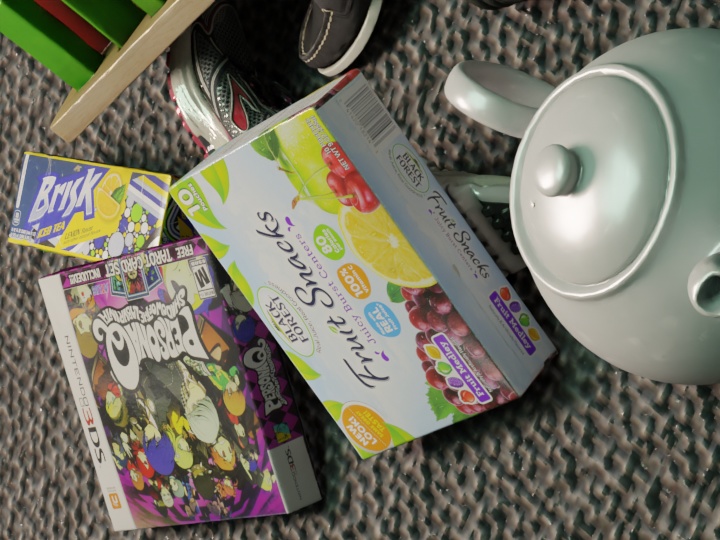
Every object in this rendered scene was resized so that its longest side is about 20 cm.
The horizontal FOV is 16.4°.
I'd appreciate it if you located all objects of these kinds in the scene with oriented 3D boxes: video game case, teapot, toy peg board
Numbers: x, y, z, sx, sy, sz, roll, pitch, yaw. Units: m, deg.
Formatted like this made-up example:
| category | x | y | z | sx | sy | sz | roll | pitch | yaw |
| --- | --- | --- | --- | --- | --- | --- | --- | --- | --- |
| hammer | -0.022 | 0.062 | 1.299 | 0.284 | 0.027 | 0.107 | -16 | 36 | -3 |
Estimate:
| category | x | y | z | sx | sy | sz | roll | pitch | yaw |
| --- | --- | --- | --- | --- | --- | --- | --- | --- | --- |
| video game case | -0.120 | 0.074 | 1.618 | 0.199 | 0.036 | 0.182 | -11 | 97 | 50 |
| teapot | 0.143 | -0.041 | 1.275 | 0.200 | 0.145 | 0.199 | -24 | 62 | 48 |
| toy peg board | -0.145 | -0.222 | 1.656 | 0.200 | 0.098 | 0.200 | -38 | 20 | 39 |

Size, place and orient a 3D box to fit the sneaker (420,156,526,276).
| category | x | y | z | sx | sy | sz | roll | pitch | yaw |
| --- | --- | --- | --- | --- | --- | --- | --- | --- | --- |
| sneaker | 0.036 | -0.037 | 1.476 | 0.199 | 0.075 | 0.081 | -5 | 39 | 40 |

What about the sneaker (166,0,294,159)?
| category | x | y | z | sx | sy | sz | roll | pitch | yaw |
| --- | --- | --- | --- | --- | --- | --- | --- | --- | --- |
| sneaker | -0.065 | -0.093 | 1.621 | 0.074 | 0.080 | 0.201 | -32 | 62 | 23 |

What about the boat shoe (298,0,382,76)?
| category | x | y | z | sx | sy | sz | roll | pitch | yaw |
| --- | --- | --- | --- | --- | --- | --- | --- | --- | --- |
| boat shoe | -0.008 | -0.199 | 1.548 | 0.200 | 0.060 | 0.074 | 123 | 149 | -49 |

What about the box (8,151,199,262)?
| category | x | y | z | sx | sy | sz | roll | pitch | yaw |
| --- | --- | --- | --- | --- | --- | --- | --- | --- | --- |
| box | -0.166 | -0.037 | 1.737 | 0.199 | 0.064 | 0.071 | 11 | 90 | 52 |

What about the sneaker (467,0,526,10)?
| category | x | y | z | sx | sy | sz | roll | pitch | yaw |
| --- | --- | --- | --- | --- | --- | --- | --- | --- | --- |
| sneaker | 0.081 | -0.245 | 1.468 | 0.099 | 0.070 | 0.201 | -24 | 64 | 45 |

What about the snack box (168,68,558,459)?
| category | x | y | z | sx | sy | sz | roll | pitch | yaw |
| --- | --- | --- | --- | --- | --- | --- | --- | --- | --- |
| snack box | 0.000 | 0.000 | 1.428 | 0.142 | 0.053 | 0.200 | -26 | 104 | 47 |
